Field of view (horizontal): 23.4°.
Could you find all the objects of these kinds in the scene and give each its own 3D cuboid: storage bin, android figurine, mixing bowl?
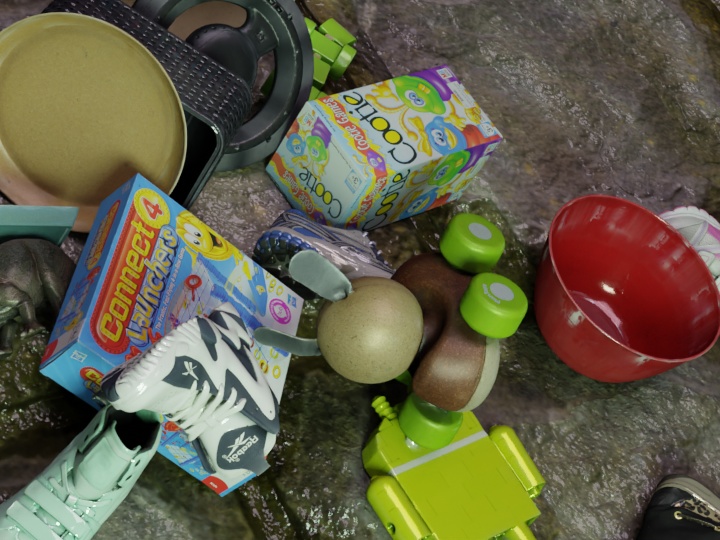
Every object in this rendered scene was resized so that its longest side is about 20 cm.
[{"bbox_3d":[-0.214,-0.146,1.555,0.199,0.136,0.094,32,33,-5],"label":"storage bin"},{"bbox_3d":[0.081,0.188,1.536,0.181,0.041,0.201,-15,65,-40],"label":"android figurine"},{"bbox_3d":[0.246,0.035,1.721,0.199,0.109,0.201,18,47,-20],"label":"mixing bowl"}]

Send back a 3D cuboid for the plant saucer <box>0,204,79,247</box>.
[{"bbox_3d":[-0.335,-0.031,1.439,0.199,0.070,0.019,-1,61,-33],"label":"plant saucer"}]

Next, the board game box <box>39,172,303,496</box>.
[{"bbox_3d":[-0.152,0.052,1.454,0.195,0.056,0.201,38,40,-25],"label":"board game box"}]

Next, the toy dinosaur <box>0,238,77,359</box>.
[{"bbox_3d":[-0.277,0.011,1.436,0.199,0.077,0.103,-18,78,-37],"label":"toy dinosaur"}]

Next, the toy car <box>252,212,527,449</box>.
[{"bbox_3d":[0.014,0.040,1.481,0.199,0.165,0.158,12,36,-22],"label":"toy car"}]

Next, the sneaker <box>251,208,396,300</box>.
[{"bbox_3d":[0.000,0.000,1.623,0.199,0.077,0.085,29,38,-9],"label":"sneaker"}]

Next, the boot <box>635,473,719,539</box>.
[{"bbox_3d":[0.326,0.290,1.579,0.200,0.073,0.150,40,42,10],"label":"boot"}]

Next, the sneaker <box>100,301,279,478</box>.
[{"bbox_3d":[-0.115,0.105,1.322,0.130,0.079,0.199,57,12,0],"label":"sneaker"}]

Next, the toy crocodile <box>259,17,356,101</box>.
[{"bbox_3d":[-0.057,-0.193,1.768,0.067,0.062,0.201,31,48,-6],"label":"toy crocodile"}]

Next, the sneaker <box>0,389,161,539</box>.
[{"bbox_3d":[-0.224,0.169,1.302,0.074,0.118,0.201,38,44,0],"label":"sneaker"}]

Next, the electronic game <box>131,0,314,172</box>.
[{"bbox_3d":[-0.136,-0.194,1.648,0.198,0.042,0.202,-4,99,-25],"label":"electronic game"}]

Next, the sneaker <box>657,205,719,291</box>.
[{"bbox_3d":[0.375,-0.004,1.856,0.199,0.082,0.089,12,47,-23],"label":"sneaker"}]

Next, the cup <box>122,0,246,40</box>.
[{"bbox_3d":[-0.178,-0.303,1.703,0.199,0.202,0.143,5,20,-29],"label":"cup"}]

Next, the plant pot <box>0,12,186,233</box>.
[{"bbox_3d":[-0.242,-0.129,1.495,0.199,0.201,0.028,32,29,-4],"label":"plant pot"}]

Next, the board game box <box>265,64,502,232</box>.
[{"bbox_3d":[0.025,-0.117,1.714,0.199,0.103,0.105,-21,66,-42],"label":"board game box"}]
